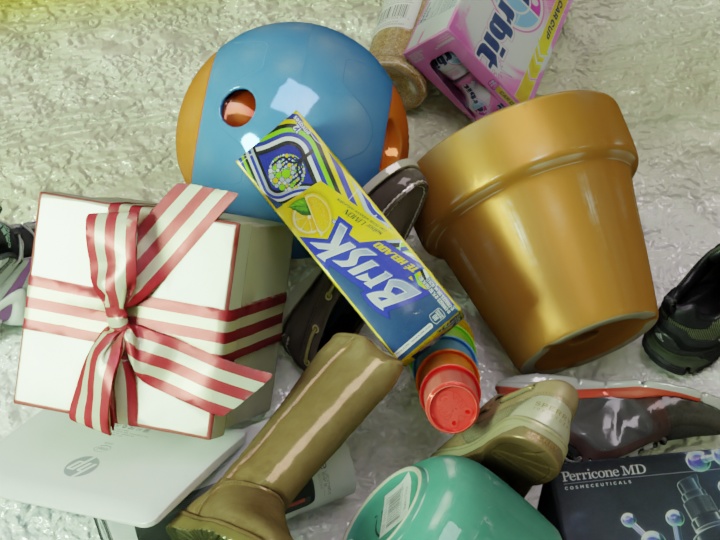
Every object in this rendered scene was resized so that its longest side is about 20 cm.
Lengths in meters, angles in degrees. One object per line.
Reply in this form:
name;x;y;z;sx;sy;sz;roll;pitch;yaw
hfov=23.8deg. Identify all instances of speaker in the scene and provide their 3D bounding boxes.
speaker;-0.106;0.170;1.325;0.199;0.081;0.081;-19;56;-17

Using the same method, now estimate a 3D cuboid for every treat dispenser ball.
treat dispenser ball;-0.058;-0.111;1.459;0.199;0.201;0.202;1;53;-2

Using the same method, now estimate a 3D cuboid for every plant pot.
plant pot;0.158;-0.020;1.423;0.199;0.200;0.184;-16;71;-15

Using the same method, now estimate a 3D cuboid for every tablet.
tablet;-0.199;0.144;1.309;0.199;0.014;0.130;5;29;33

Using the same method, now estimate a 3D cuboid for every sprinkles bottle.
sprinkles bottle;0.053;-0.247;1.649;0.068;0.068;0.201;13;54;7

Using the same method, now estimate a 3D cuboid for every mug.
mug;0.048;0.212;1.249;0.114;0.185;0.152;40;69;-16

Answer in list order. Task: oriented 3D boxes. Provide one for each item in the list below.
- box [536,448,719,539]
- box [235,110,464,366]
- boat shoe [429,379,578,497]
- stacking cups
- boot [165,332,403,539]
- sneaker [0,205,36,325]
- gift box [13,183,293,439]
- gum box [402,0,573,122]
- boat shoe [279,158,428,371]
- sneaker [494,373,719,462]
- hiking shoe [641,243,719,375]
box;0.222;0.248;1.267;0.147;0.107;0.201;-5;53;-6
box;-0.007;-0.023;1.309;0.064;0.070;0.200;-40;81;1
boat shoe;0.112;0.132;1.296;0.071;0.200;0.065;34;66;-10
stacking cups;0.064;0.078;1.338;0.060;0.061;0.200;5;10;1
boot;-0.039;0.131;1.223;0.200;0.066;0.175;-47;25;-20
sneaker;-0.284;-0.020;1.416;0.200;0.140;0.078;-35;62;-25
gift box;-0.144;0.025;1.312;0.198;0.187;0.186;4;93;15
gum box;0.125;-0.237;1.611;0.113;0.066;0.201;41;51;-22
boat shoe;0.000;0.000;1.400;0.072;0.200;0.060;7;35;-52
sneaker;0.206;0.132;1.390;0.198;0.077;0.083;4;80;1
hiking shoe;0.332;0.013;1.450;0.199;0.101;0.076;-30;61;-23
